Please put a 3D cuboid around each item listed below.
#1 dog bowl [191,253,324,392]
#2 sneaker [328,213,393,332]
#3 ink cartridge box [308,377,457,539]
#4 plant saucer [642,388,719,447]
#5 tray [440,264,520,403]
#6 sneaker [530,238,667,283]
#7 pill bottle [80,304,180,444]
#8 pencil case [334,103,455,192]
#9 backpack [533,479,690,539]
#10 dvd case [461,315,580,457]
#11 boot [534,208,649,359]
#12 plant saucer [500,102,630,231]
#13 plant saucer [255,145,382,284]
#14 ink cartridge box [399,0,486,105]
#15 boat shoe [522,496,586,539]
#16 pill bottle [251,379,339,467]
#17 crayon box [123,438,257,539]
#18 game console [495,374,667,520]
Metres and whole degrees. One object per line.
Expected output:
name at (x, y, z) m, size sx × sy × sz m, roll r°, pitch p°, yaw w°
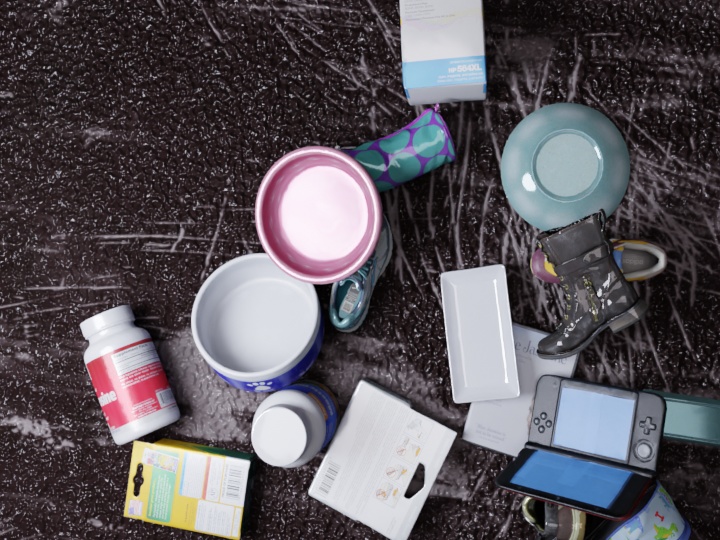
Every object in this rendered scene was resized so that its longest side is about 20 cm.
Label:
dog bowl at (-0.155, 0.081, 1.339) m, size 0.196 × 0.079 × 0.204 m, roll -3°, pitch 63°, yaw 6°
sneaker at (0.000, 0.000, 1.352) m, size 0.076 × 0.086 × 0.204 m, roll 14°, pitch 92°, yaw 7°
ink cartridge box at (0.035, 0.298, 1.366) m, size 0.171 × 0.044 × 0.203 m, roll 26°, pitch 93°, yaw 7°
plant saucer at (0.522, 0.229, 1.309) m, size 0.196 × 0.019 × 0.071 m, roll 8°, pitch 91°, yaw 7°
tray at (0.186, 0.098, 1.342) m, size 0.105 × 0.022 × 0.204 m, roll -8°, pitch 83°, yaw 22°
sneaker at (0.354, -0.018, 1.298) m, size 0.196 × 0.090 × 0.077 m, roll -5°, pitch 89°, yaw 8°
pill bottle at (-0.373, 0.165, 1.392) m, size 0.111 × 0.112 × 0.203 m, roll -23°, pitch 86°, yaw 7°
pencil case at (0.047, -0.178, 1.348) m, size 0.197 × 0.085 × 0.094 m, roll -22°, pitch 99°, yaw 7°
backpack at (0.375, 0.401, 1.248) m, size 0.199 × 0.183 × 0.148 m, roll -41°, pitch 87°, yaw -4°
dvd case at (0.250, 0.188, 1.348) m, size 0.140 × 0.018 × 0.204 m, roll 16°, pitch 91°, yaw 9°
boot at (0.306, 0.021, 1.268) m, size 0.199 × 0.069 × 0.176 m, roll -32°, pitch 92°, yaw 29°
plant saucer at (0.315, -0.159, 1.332) m, size 0.197 × 0.039 × 0.205 m, roll 0°, pitch 90°, yaw 9°
plant saucer at (-0.059, -0.084, 1.302) m, size 0.196 × 0.051 × 0.205 m, roll 2°, pitch 98°, yaw 14°
ink cartridge box at (0.126, -0.367, 1.316) m, size 0.123 × 0.129 × 0.204 m, roll -2°, pitch 90°, yaw 8°
boat shoe at (0.265, 0.338, 1.249) m, size 0.065 × 0.201 × 0.073 m, roll 11°, pitch 89°, yaw -5°
pill bottle at (-0.099, 0.231, 1.306) m, size 0.110 × 0.200 × 0.115 m, roll 0°, pitch 90°, yaw 8°
crayon box at (-0.274, 0.348, 1.406) m, size 0.196 × 0.052 × 0.128 m, roll 9°, pitch 91°, yaw 8°
game console at (0.310, 0.241, 1.226) m, size 0.197 × 0.118 × 0.176 m, roll 7°, pitch 83°, yaw 36°
